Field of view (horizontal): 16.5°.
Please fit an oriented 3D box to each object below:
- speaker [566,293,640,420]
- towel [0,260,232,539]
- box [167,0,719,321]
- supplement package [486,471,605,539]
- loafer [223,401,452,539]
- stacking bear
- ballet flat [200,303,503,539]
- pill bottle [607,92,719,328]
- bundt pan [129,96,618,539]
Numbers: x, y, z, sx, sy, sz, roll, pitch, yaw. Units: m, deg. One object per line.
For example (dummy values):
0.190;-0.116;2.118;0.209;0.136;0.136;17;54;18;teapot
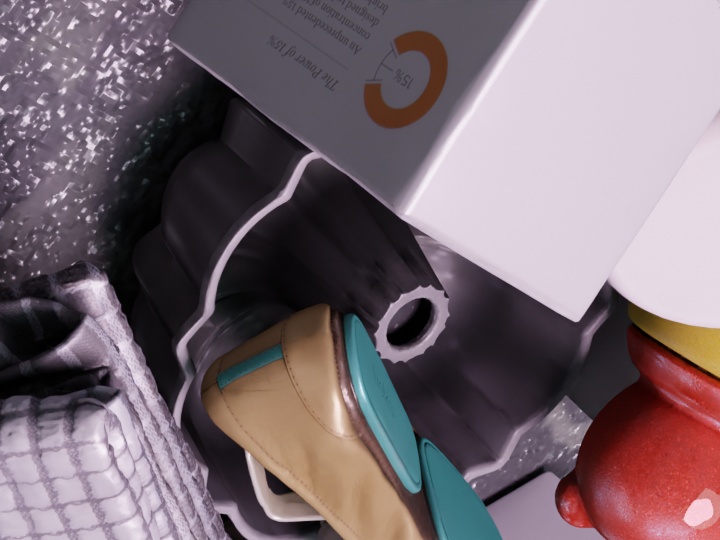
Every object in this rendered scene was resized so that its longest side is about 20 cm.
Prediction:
0.151;-0.018;1.019;0.200;0.081;0.081;-47;139;1;speaker
-0.131;0.095;0.830;0.164;0.086;0.201;-8;133;12;towel
0.057;-0.109;0.736;0.097;0.124;0.201;29;96;-47;box
0.079;0.214;1.113;0.116;0.117;0.201;-26;136;-19;supplement package
-0.031;0.134;0.991;0.200;0.076;0.068;-39;132;-8;loafer
0.147;0.020;0.928;0.201;0.121;0.114;-63;-179;6;stacking bear
0.002;0.080;0.886;0.063;0.069;0.200;-19;137;12;ballet flat
0.120;-0.092;0.834;0.112;0.201;0.113;-2;143;-2;pill bottle
0.000;0.000;0.910;0.201;0.076;0.203;-21;133;-25;bundt pan
